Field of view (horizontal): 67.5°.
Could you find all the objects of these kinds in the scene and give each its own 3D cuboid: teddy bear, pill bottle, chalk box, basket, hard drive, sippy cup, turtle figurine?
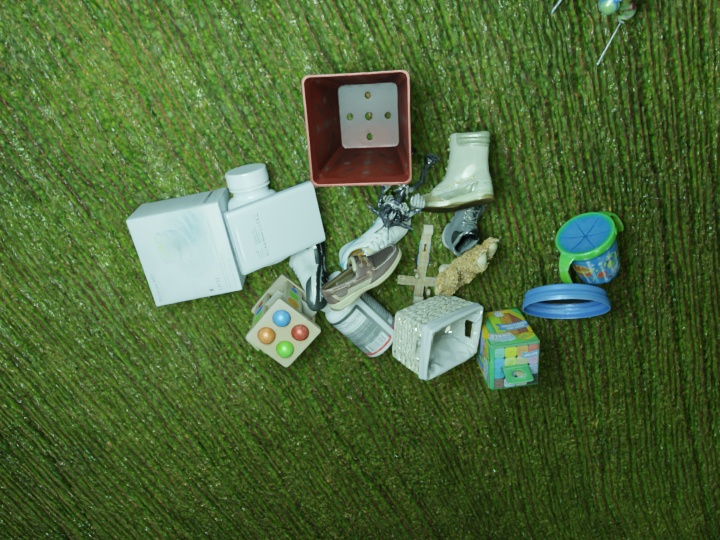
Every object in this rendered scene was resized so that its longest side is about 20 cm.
[{"bbox_3d":[0.237,-0.012,1.237,0.067,0.200,0.145,42,70,-1],"label":"teddy bear"},{"bbox_3d":[-0.011,0.102,1.279,0.114,0.114,0.200,-42,110,13],"label":"pill bottle"},{"bbox_3d":[-0.224,-0.120,1.166,0.112,0.115,0.204,-10,114,0],"label":"pill bottle"},{"bbox_3d":[0.355,0.199,1.304,0.122,0.201,0.127,-7,114,-2],"label":"chalk box"},{"bbox_3d":[0.178,0.146,1.264,0.198,0.122,0.139,-17,121,-40],"label":"basket"},{"bbox_3d":[-0.174,-0.090,1.122,0.197,0.025,0.135,-25,117,-26],"label":"hard drive"},{"bbox_3d":[0.543,-0.043,1.262,0.175,0.141,0.131,-27,125,20],"label":"sippy cup"},{"bbox_3d":[0.492,-0.565,1.058,0.143,0.200,0.195,36,83,11],"label":"turtle figurine"}]

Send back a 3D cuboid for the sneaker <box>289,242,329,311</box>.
[{"bbox_3d":[-0.116,0.005,1.203,0.078,0.203,0.074,-17,145,14],"label":"sneaker"}]

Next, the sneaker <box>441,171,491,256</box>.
[{"bbox_3d":[0.253,-0.121,1.204,0.074,0.116,0.203,16,111,-11],"label":"sneaker"}]

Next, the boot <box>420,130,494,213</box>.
[{"bbox_3d":[0.197,-0.212,1.177,0.071,0.197,0.159,5,82,-49],"label":"boot"}]

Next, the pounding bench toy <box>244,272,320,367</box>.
[{"bbox_3d":[-0.200,0.144,1.258,0.124,0.157,0.200,38,106,-19],"label":"pounding bench toy"}]

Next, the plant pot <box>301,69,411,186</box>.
[{"bbox_3d":[0.007,-0.290,1.067,0.195,0.177,0.204,0,113,9],"label":"plant pot"}]

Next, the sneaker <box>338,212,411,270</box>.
[{"bbox_3d":[0.038,-0.063,1.231,0.199,0.081,0.077,-39,109,10],"label":"sneaker"}]

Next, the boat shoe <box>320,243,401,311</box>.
[{"bbox_3d":[0.000,0.000,1.157,0.198,0.072,0.073,-37,121,-4],"label":"boat shoe"}]

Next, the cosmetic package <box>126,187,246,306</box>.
[{"bbox_3d":[-0.370,-0.052,1.179,0.195,0.123,0.203,-11,114,1],"label":"cosmetic package"}]

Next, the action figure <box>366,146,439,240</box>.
[{"bbox_3d":[0.087,-0.166,1.154,0.117,0.102,0.203,25,90,4],"label":"action figure"}]

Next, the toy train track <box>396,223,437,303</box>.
[{"bbox_3d":[0.150,-0.010,1.289,0.112,0.033,0.204,3,112,-6],"label":"toy train track"}]

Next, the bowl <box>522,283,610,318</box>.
[{"bbox_3d":[0.486,0.074,1.282,0.196,0.201,0.040,6,72,-7],"label":"bowl"}]
